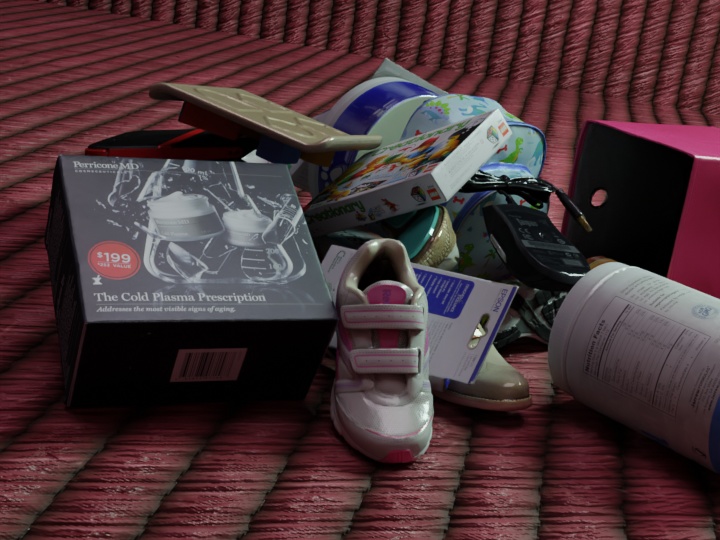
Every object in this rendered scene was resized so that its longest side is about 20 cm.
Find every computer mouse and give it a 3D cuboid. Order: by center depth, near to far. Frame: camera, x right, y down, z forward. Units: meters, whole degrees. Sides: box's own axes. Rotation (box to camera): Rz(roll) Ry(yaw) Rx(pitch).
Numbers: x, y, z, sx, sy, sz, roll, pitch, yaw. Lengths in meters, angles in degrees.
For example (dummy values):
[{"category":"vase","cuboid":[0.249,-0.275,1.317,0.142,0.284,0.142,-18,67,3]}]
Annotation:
[{"category":"computer mouse","cuboid":[0.179,-0.031,1.158,0.140,0.046,0.200,3,34,-32]}]

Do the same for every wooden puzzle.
[{"category":"wooden puzzle","cuboid":[-0.096,-0.147,1.213,0.200,0.046,0.185,20,12,15]}]

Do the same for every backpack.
[{"category":"backpack","cuboid":[0.122,-0.085,1.309,0.183,0.200,0.147,-5,33,-41]}]

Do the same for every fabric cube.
[{"category":"fabric cube","cuboid":[0.376,-0.059,1.358,0.199,0.197,0.200,-1,19,-27]}]

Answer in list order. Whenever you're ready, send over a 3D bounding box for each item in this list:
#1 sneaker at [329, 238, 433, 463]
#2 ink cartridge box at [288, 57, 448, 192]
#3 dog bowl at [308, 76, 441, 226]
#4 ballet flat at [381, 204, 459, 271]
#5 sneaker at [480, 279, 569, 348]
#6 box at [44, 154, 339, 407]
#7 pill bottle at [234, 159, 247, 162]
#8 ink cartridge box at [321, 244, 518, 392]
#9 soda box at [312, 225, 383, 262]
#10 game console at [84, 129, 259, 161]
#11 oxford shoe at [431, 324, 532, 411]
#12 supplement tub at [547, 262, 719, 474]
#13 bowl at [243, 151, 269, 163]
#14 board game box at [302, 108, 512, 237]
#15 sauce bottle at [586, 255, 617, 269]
[{"category":"sneaker","cuboid":[0.014,0.055,0.919,0.081,0.088,0.200,-3,51,-10]},{"category":"ink cartridge box","cuboid":[0.013,-0.171,1.477,0.161,0.200,0.050,20,26,-44]},{"category":"dog bowl","cuboid":[0.040,-0.124,1.397,0.200,0.200,0.079,-6,26,-38]},{"category":"ballet flat","cuboid":[0.066,-0.030,1.132,0.065,0.071,0.200,44,11,-16]},{"category":"sneaker","cuboid":[0.147,0.035,1.164,0.200,0.074,0.081,2,9,-41]},{"category":"box","cuboid":[-0.143,0.006,0.949,0.200,0.104,0.182,0,46,-24]},{"category":"pill bottle","cuboid":[-0.180,-0.052,1.215,0.112,0.112,0.200,15,18,19]},{"category":"ink cartridge box","cuboid":[0.038,0.043,1.016,0.200,0.100,0.039,14,-25,36]},{"category":"soda box","cuboid":[0.000,0.000,1.216,0.068,0.064,0.200,-1,19,-31]},{"category":"game console","cuboid":[-0.197,-0.133,1.287,0.176,0.031,0.200,0,12,4]},{"category":"oxford shoe","cuboid":[0.080,0.063,1.035,0.071,0.074,0.200,-4,21,-36]},{"category":"supplement tub","cuboid":[0.271,0.083,0.970,0.132,0.132,0.200,-6,22,-39]},{"category":"bowl","cuboid":[-0.177,-0.117,1.454,0.200,0.094,0.201,8,17,-3]},{"category":"board game box","cuboid":[0.042,-0.095,1.173,0.200,0.035,0.126,-13,25,47]},{"category":"sauce bottle","cuboid":[0.294,0.042,1.218,0.066,0.066,0.200,0,18,-24]}]
